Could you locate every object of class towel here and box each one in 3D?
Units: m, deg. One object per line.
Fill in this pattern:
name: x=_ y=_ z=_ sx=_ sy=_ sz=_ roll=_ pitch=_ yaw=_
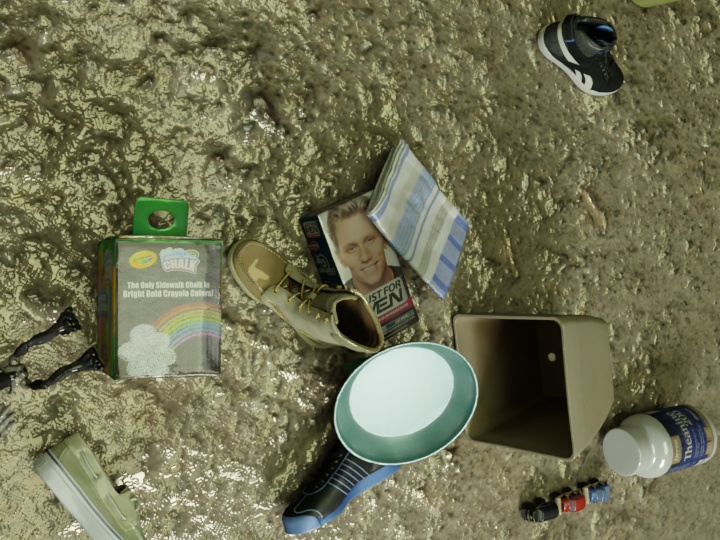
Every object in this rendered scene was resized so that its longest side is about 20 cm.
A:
towel: x=0.089 y=-0.074 z=1.037 sx=0.200 sy=0.024 sz=0.148 roll=47 pitch=51 yaw=-33

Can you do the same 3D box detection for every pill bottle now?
pill bottle: x=0.536 y=0.309 z=1.285 sx=0.198 sy=0.111 sz=0.113 roll=-3 pitch=92 yaw=-30

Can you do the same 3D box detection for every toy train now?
toy train: x=0.359 y=0.393 z=1.219 sx=0.198 sy=0.046 sz=0.035 roll=-7 pitch=93 yaw=-30

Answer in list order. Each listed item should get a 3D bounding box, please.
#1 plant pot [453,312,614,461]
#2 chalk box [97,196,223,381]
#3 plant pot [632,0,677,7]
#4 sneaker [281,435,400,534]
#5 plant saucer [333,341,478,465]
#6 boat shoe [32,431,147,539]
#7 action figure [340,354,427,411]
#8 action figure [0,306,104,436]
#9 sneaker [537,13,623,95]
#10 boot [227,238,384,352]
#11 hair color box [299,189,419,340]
plant pot: x=0.283 y=0.153 z=1.102 sx=0.176 sy=0.199 sz=0.203 roll=-11 pitch=96 yaw=-41
chalk box: x=-0.235 y=0.018 z=0.831 sx=0.123 sy=0.123 sz=0.203 roll=2 pitch=88 yaw=-29
plant pot: x=0.572 y=-0.562 z=1.265 sx=0.198 sy=0.184 sz=0.203 roll=-1 pitch=91 yaw=-30
sneaker: x=-0.033 y=0.279 z=0.983 sx=0.199 sy=0.070 sz=0.079 roll=-27 pitch=100 yaw=-35
plant saucer: x=0.058 y=0.170 z=0.948 sx=0.197 sy=0.036 sz=0.202 roll=-7 pitch=120 yaw=-12
boat shoe: x=-0.291 y=0.277 z=0.827 sx=0.062 sy=0.072 sz=0.201 roll=-41 pitch=106 yaw=-21
action figure: x=0.076 y=0.180 z=1.031 sx=0.199 sy=0.117 sz=0.055 roll=35 pitch=59 yaw=-36
action figure: x=-0.384 y=0.114 z=0.751 sx=0.199 sy=0.102 sz=0.120 roll=-30 pitch=87 yaw=-19
sneaker: x=0.405 y=-0.361 z=1.209 sx=0.198 sy=0.112 sz=0.074 roll=20 pitch=81 yaw=-28
boot: x=-0.069 y=0.031 z=0.907 sx=0.200 sy=0.154 sz=0.072 roll=46 pitch=69 yaw=-22
hair color box: x=0.000 y=0.000 z=1.003 sx=0.099 sy=0.060 sz=0.202 roll=-27 pitch=102 yaw=-28
